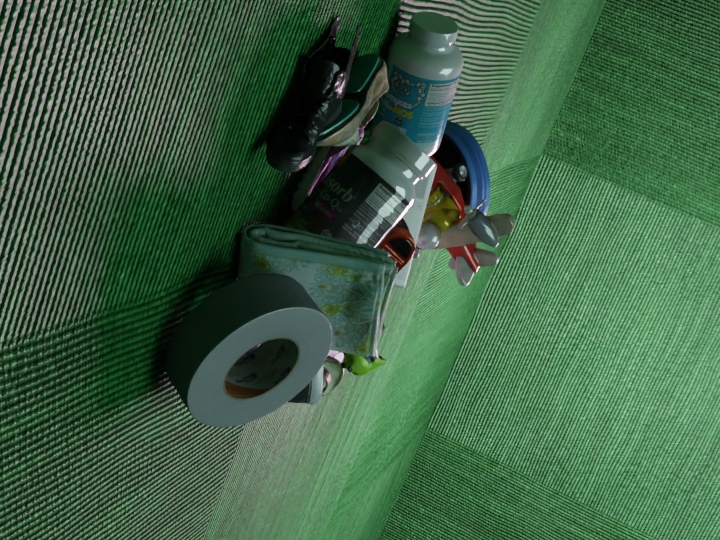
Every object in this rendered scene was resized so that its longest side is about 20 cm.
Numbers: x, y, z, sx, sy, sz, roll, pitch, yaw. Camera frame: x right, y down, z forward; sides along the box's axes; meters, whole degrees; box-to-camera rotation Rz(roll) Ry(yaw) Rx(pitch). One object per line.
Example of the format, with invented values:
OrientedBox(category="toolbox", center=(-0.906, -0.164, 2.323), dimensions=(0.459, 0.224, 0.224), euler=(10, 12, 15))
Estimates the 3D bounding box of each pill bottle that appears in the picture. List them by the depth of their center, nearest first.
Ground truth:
OrientedBox(category="pill bottle", center=(0.001, -0.093, 1.485), dimensions=(0.200, 0.116, 0.116), euler=(-51, 166, 1))
OrientedBox(category="pill bottle", center=(0.085, -0.272, 1.641), dimensions=(0.111, 0.111, 0.200), euler=(-48, 158, -51))

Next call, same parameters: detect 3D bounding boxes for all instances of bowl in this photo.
OrientedBox(category="bowl", center=(0.144, -0.154, 1.926), dimensions=(0.039, 0.201, 0.201), euler=(-14, 135, -33))

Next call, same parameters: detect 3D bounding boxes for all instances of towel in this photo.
OrientedBox(category="towel", center=(-0.061, 0.029, 1.440), dimensions=(0.048, 0.200, 0.171), euler=(-75, 177, -48))

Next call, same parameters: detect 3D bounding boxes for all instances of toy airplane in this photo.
OrientedBox(category="toy airplane", center=(0.136, -0.063, 1.815), dimensions=(0.141, 0.199, 0.200), euler=(-35, 156, -45))

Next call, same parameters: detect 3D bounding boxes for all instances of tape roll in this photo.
OrientedBox(category="tape roll", center=(-0.135, 0.099, 1.367), dimensions=(0.200, 0.066, 0.200), euler=(-25, 143, -20))

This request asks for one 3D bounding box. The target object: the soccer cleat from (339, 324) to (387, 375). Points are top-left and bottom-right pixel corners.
OrientedBox(category="soccer cleat", center=(-0.007, 0.075, 1.850), dimensions=(0.081, 0.068, 0.200), euler=(-19, 109, -20))

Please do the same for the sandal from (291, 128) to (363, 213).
OrientedBox(category="sandal", center=(-0.027, -0.157, 1.543), dimensions=(0.203, 0.050, 0.082), euler=(-62, 166, -6))

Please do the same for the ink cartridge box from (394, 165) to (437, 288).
OrientedBox(category="ink cartridge box", center=(0.041, -0.086, 1.794), dimensions=(0.176, 0.045, 0.200), euler=(23, -81, 63))

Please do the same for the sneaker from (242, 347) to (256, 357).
OrientedBox(category="sneaker", center=(-0.118, 0.118, 1.611), dimensions=(0.081, 0.088, 0.200), euler=(-66, 165, 8))

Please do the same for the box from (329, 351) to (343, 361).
OrientedBox(category="box", center=(-0.061, 0.139, 1.968), dimensions=(0.119, 0.041, 0.200), euler=(-64, 168, -3))

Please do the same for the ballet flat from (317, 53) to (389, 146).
OrientedBox(category="ballet flat", center=(-0.013, -0.204, 1.460), dimensions=(0.200, 0.068, 0.067), euler=(-54, 140, -36))

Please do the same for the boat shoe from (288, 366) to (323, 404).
OrientedBox(category="boat shoe", center=(-0.089, 0.087, 1.543), dimensions=(0.070, 0.066, 0.200), euler=(-146, -124, -69))

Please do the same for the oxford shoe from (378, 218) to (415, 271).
OrientedBox(category="oxford shoe", center=(0.000, 0.000, 1.579), dimensions=(0.200, 0.071, 0.073), euler=(-42, -146, 23))

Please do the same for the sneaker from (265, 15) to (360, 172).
OrientedBox(category="sneaker", center=(-0.055, -0.211, 1.340), dimensions=(0.200, 0.060, 0.104), euler=(-59, 167, -44))

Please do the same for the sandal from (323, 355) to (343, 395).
OrientedBox(category="sandal", center=(-0.088, 0.184, 1.814), dimensions=(0.201, 0.057, 0.080), euler=(0, 109, -58))
